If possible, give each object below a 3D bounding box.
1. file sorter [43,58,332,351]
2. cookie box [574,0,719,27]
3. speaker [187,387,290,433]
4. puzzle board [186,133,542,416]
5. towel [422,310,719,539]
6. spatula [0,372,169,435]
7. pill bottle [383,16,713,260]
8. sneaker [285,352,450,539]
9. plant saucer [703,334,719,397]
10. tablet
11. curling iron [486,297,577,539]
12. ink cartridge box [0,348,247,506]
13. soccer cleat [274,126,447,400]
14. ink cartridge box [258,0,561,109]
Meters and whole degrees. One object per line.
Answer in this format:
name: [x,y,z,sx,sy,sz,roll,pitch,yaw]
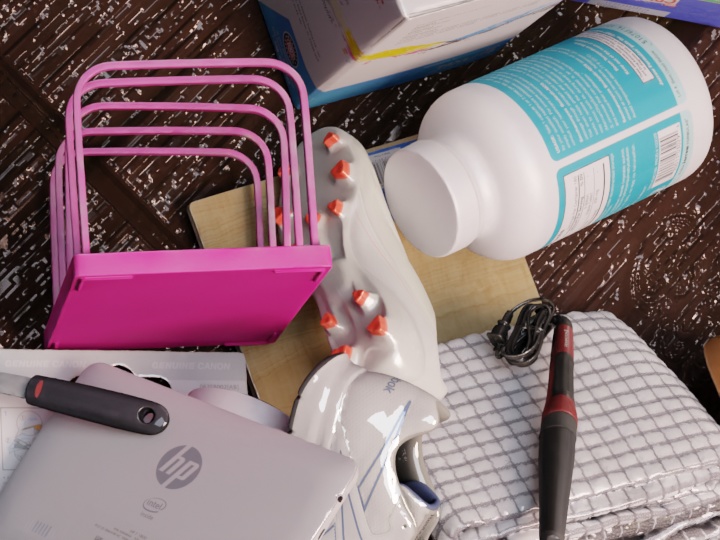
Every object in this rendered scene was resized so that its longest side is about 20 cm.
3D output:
file sorter: [-0.105,-0.036,1.627,0.139,0.200,0.126,-2,77,-11]
cookie box: [0.188,-0.272,1.859,0.171,0.075,0.200,8,76,-18]
speaker: [-0.097,0.167,1.609,0.081,0.081,0.200,28,64,-12]
puzzle board: [0.007,0.003,1.766,0.200,0.017,0.151,-18,83,-23]
towel: [0.106,0.115,1.700,0.200,0.086,0.166,-14,41,-22]
spatula: [-0.200,0.066,1.630,0.200,0.021,0.057,11,71,21]
pill bottle: [0.112,-0.075,1.754,0.200,0.111,0.111,-24,87,-32]
sneaker: [-0.004,0.150,1.604,0.087,0.074,0.200,14,105,20]
plant saucer: [0.275,0.121,1.744,0.032,0.200,0.200,-33,90,12]
tablet: [-0.109,0.129,1.582,0.130,0.200,0.014,-57,144,-20]
curling iron: [0.104,0.091,1.645,0.049,0.026,0.200,-15,42,10]
ink cartridge box: [-0.140,0.150,1.671,0.162,0.057,0.200,2,66,-19]
soccer cleat: [0.000,0.000,1.702,0.078,0.069,0.200,36,27,-43]
ink cartridge box: [0.031,-0.206,1.721,0.146,0.200,0.147,-17,84,-22]
